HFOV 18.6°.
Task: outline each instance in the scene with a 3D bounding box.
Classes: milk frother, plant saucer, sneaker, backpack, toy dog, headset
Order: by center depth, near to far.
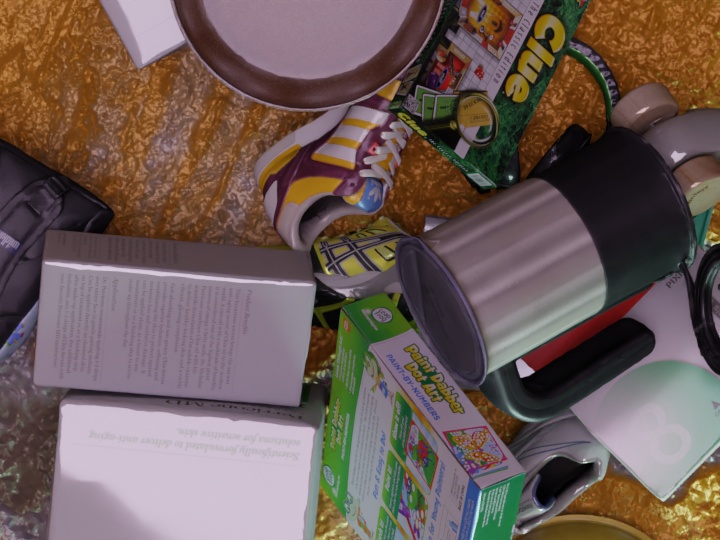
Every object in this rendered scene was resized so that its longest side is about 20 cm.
[{"bbox_3d":[0.159,0.017,1.537,0.188,0.200,0.181,-28,101,-17],"label":"milk frother"},{"bbox_3d":[-0.038,-0.215,1.573,0.199,0.032,0.201,-1,106,-4],"label":"plant saucer"},{"bbox_3d":[0.269,-0.082,1.658,0.199,0.132,0.096,9,143,-24],"label":"toy dog"},{"bbox_3d":[0.010,-0.093,1.661,0.200,0.075,0.090,-40,54,23],"label":"sneaker"},{"bbox_3d":[0.130,-0.084,1.676,0.123,0.094,0.201,13,88,-1],"label":"headset"},{"bbox_3d":[-0.307,0.005,1.685,0.163,0.154,0.201,28,77,-8],"label":"backpack"},{"bbox_3d":[0.000,0.000,1.701,0.199,0.075,0.077,7,66,18],"label":"sneaker"},{"bbox_3d":[0.111,0.175,1.713,0.200,0.087,0.075,-39,104,16],"label":"sneaker"}]

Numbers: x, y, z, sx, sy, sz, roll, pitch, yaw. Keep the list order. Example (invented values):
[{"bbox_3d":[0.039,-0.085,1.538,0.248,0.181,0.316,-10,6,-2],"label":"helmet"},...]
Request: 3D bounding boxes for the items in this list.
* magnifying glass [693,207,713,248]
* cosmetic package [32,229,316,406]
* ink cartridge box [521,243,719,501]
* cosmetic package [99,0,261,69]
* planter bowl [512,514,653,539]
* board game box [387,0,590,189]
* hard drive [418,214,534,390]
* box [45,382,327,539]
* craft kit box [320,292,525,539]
[{"bbox_3d":[0.244,-0.007,1.696,0.079,0.022,0.201,-9,84,-2],"label":"magnifying glass"},{"bbox_3d":[-0.138,0.035,1.630,0.199,0.071,0.102,6,110,-7],"label":"cosmetic package"},{"bbox_3d":[0.212,0.047,1.660,0.200,0.050,0.161,45,92,7],"label":"ink cartridge box"},{"bbox_3d":[-0.123,-0.285,1.637,0.199,0.123,0.201,-29,99,5],"label":"cosmetic package"},{"bbox_3d":[0.173,0.300,1.730,0.199,0.083,0.201,-1,102,-3],"label":"planter bowl"},{"bbox_3d":[0.103,-0.172,1.637,0.105,0.023,0.201,38,68,-29],"label":"board game box"},{"bbox_3d":[0.141,0.034,1.728,0.199,0.026,0.133,7,99,1],"label":"hard drive"},{"bbox_3d":[-0.133,0.186,1.682,0.198,0.171,0.201,6,99,0],"label":"box"},{"bbox_3d":[0.041,0.154,1.630,0.048,0.198,0.201,-21,140,-27],"label":"craft kit box"}]
